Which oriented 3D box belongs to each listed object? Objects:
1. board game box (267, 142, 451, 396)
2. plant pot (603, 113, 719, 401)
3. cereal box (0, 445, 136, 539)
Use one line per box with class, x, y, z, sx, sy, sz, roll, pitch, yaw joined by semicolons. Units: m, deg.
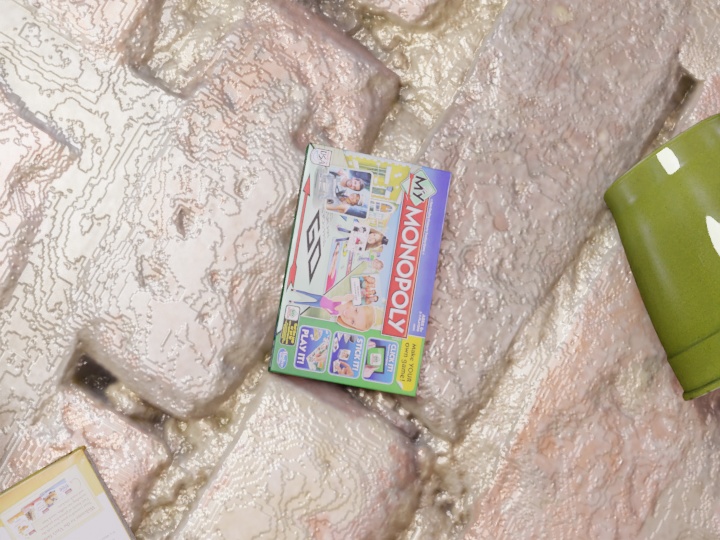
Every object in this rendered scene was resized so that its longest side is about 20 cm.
board game box;0.000;0.000;0.968;0.132;0.029;0.204;10;85;-8
plant pot;0.317;-0.023;0.955;0.198;0.201;0.195;-29;80;-10
cereal box;-0.245;0.270;0.906;0.142;0.040;0.202;-28;93;-11
